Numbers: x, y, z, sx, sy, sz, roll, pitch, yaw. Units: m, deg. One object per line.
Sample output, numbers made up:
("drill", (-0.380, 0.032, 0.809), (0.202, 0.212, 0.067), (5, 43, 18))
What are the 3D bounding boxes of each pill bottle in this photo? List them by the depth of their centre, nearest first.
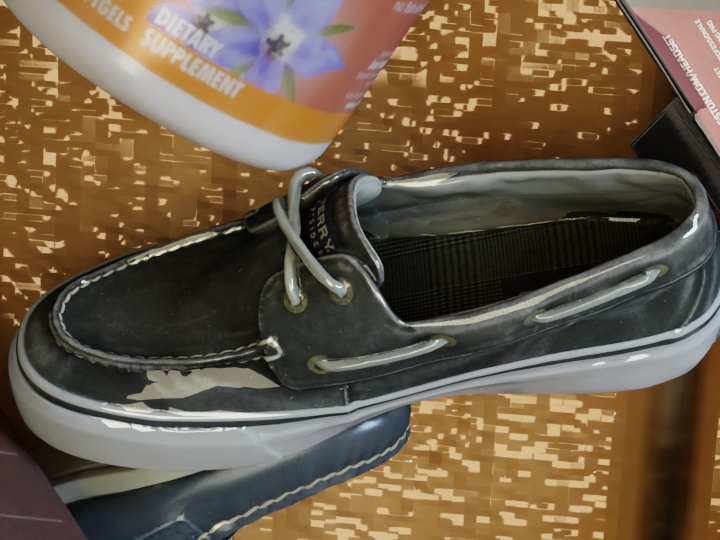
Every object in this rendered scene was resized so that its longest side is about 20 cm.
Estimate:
("pill bottle", (-0.005, -0.136, 0.701), (0.112, 0.112, 0.200), (33, 106, -4))

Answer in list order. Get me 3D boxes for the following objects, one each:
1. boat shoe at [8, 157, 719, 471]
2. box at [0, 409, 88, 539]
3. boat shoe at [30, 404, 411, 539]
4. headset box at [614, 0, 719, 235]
("boat shoe", (0.000, 0.000, 0.721), (0.199, 0.072, 0.071), (-10, 142, -1))
("box", (-0.207, 0.059, 0.708), (0.164, 0.166, 0.200), (-42, 68, 15))
("boat shoe", (-0.072, 0.079, 0.784), (0.200, 0.075, 0.062), (-22, 102, 8))
("headset box", (0.170, -0.066, 0.722), (0.200, 0.075, 0.149), (-33, 100, 13))
